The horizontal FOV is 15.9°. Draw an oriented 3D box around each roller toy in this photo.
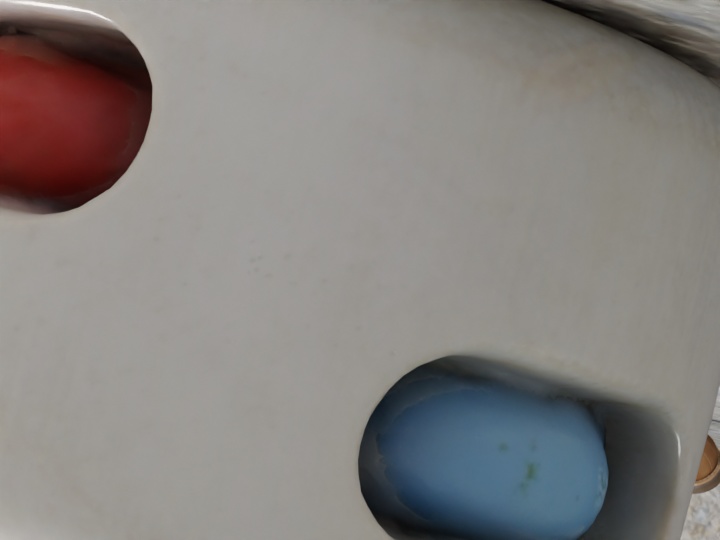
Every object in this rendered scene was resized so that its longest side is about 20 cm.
[{"bbox_3d":[-0.021,0.013,0.530,0.200,0.140,0.182,14,176,2],"label":"roller toy"}]

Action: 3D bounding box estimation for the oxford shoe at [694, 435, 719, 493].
[{"bbox_3d":[0.235,0.141,2.352,0.200,0.071,0.071,12,148,31],"label":"oxford shoe"}]
